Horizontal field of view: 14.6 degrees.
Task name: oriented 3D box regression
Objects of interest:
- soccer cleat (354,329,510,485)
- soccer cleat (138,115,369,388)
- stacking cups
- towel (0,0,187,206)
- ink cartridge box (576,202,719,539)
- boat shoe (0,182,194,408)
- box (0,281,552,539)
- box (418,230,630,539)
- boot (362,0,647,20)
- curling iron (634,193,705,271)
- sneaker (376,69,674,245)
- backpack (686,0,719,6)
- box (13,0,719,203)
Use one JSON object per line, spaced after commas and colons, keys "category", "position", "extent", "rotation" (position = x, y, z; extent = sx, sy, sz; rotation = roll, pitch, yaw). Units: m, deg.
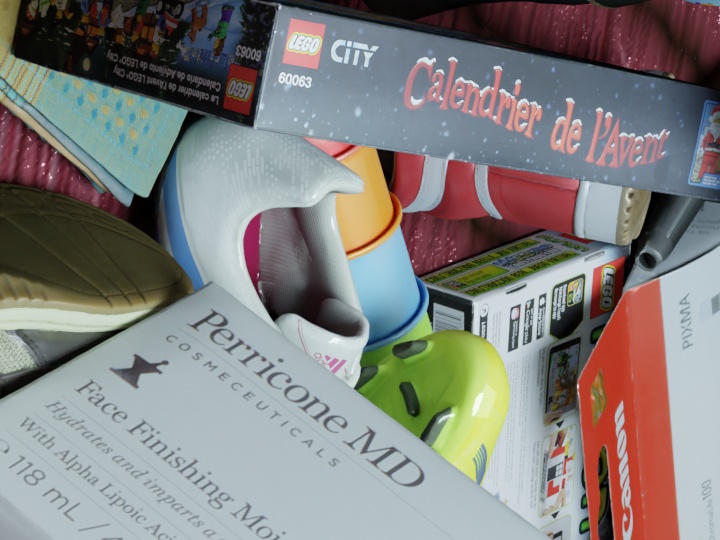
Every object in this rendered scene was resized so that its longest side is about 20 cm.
{"category": "soccer cleat", "position": [0.016, 0.100, 1.054], "extent": [0.083, 0.065, 0.201], "rotation": [8, 126, -27]}
{"category": "soccer cleat", "position": [-0.038, 0.044, 0.994], "extent": [0.070, 0.086, 0.201], "rotation": [-24, 124, -44]}
{"category": "stacking cups", "position": [0.000, 0.000, 1.048], "extent": [0.060, 0.060, 0.201], "rotation": [-41, 133, -35]}
{"category": "towel", "position": [-0.099, -0.131, 0.909], "extent": [0.200, 0.022, 0.147], "rotation": [43, 68, -48]}
{"category": "ink cartridge box", "position": [0.146, 0.061, 1.217], "extent": [0.200, 0.057, 0.164], "rotation": [-64, 150, -55]}
{"category": "boat shoe", "position": [-0.133, 0.017, 0.891], "extent": [0.199, 0.073, 0.065], "rotation": [-4, 128, -53]}
{"category": "box", "position": [-0.038, 0.151, 0.905], "extent": [0.130, 0.199, 0.201], "rotation": [-31, 146, -41]}
{"category": "box", "position": [0.064, 0.090, 1.186], "extent": [0.110, 0.035, 0.201], "rotation": [-20, 118, -47]}
{"category": "boot", "position": [0.015, -0.172, 0.956], "extent": [0.077, 0.138, 0.201], "rotation": [-35, 109, -39]}
{"category": "curling iron", "position": [0.155, -0.068, 1.216], "extent": [0.200, 0.025, 0.050], "rotation": [-56, 155, -39]}
{"category": "sneaker", "position": [0.063, -0.053, 1.116], "extent": [0.200, 0.112, 0.072], "rotation": [-24, 125, -81]}
{"category": "backpack", "position": [0.105, -0.196, 1.012], "extent": [0.134, 0.182, 0.201], "rotation": [-14, 120, -54]}
{"category": "box", "position": [0.008, -0.062, 0.907], "extent": [0.199, 0.136, 0.038], "rotation": [7, 98, -39]}
